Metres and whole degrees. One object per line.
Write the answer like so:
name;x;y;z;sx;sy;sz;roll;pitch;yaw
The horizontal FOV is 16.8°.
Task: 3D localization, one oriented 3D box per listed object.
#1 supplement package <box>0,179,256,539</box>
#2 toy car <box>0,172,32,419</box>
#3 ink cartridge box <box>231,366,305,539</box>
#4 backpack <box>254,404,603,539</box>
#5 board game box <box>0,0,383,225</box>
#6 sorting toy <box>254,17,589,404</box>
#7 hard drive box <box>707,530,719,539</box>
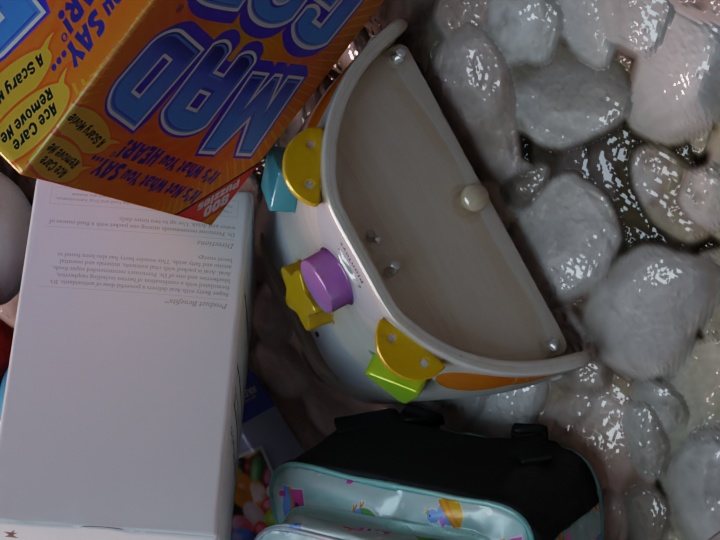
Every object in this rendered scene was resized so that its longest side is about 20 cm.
supplement package;-0.123;0.069;1.303;0.120;0.201;0.120;5;152;1
toy car;-0.247;0.006;1.454;0.183;0.177;0.202;6;88;7
ink cartridge box;-0.069;0.145;1.437;0.119;0.042;0.201;-39;79;44
backpack;0.037;0.193;1.286;0.175;0.153;0.201;6;118;30
board game box;-0.121;-0.171;1.183;0.200;0.200;0.200;42;100;20
sorting toy;0.000;0.000;1.290;0.201;0.106;0.180;61;154;3
hard drive box;0.208;0.161;1.082;0.155;0.199;0.077;-10;102;44
